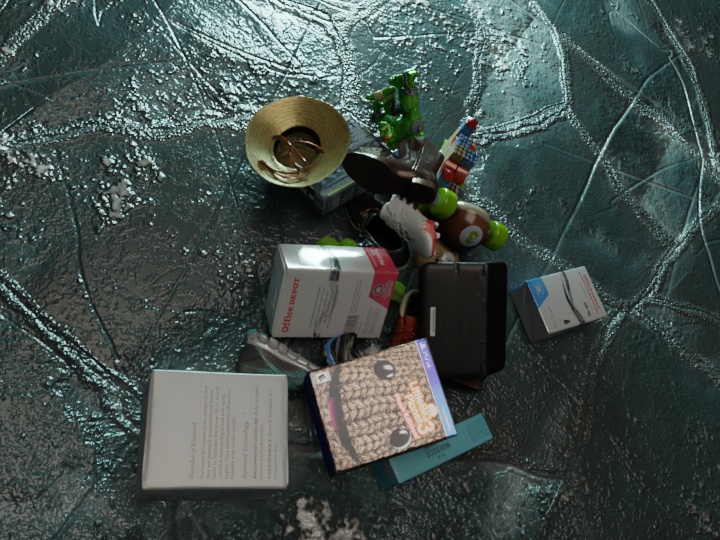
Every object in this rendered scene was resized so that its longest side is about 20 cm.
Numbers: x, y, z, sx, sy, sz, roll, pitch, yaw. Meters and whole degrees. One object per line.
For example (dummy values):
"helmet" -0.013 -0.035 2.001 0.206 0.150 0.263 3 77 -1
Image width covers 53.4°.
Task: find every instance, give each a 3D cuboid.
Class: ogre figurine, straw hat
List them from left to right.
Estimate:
"straw hat" -0.114 -0.209 1.290 0.200 0.085 0.202 1 61 -1
"ogre figurine" 0.077 -0.313 1.426 0.098 0.200 0.121 -16 89 -39

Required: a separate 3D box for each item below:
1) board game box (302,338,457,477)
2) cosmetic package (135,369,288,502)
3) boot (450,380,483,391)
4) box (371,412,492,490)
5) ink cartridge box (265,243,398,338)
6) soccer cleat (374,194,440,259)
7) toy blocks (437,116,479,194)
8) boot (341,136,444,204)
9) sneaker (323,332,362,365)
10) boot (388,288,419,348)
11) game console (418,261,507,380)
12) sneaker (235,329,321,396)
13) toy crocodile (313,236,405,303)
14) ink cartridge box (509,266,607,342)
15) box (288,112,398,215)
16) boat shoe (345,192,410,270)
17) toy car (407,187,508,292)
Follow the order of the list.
"board game box" 0.027 0.216 1.130 0.199 0.097 0.160 -15 75 -14
"cosmetic package" -0.223 0.250 1.067 0.199 0.167 0.167 5 66 -19
"boot" 0.179 0.120 1.304 0.200 0.072 0.167 31 57 -45
"box" 0.123 0.310 1.230 0.199 0.082 0.049 -17 73 -28
"ink cartridge box" -0.054 0.037 1.232 0.199 0.145 0.084 2 33 -21
"soccer cleat" 0.081 -0.088 1.283 0.085 0.069 0.201 -1 41 -16
"toy blocks" 0.192 -0.218 1.456 0.100 0.137 0.201 28 61 -8
"boot" 0.067 -0.210 1.338 0.186 0.064 0.200 24 36 -6
"sneaker" 0.013 0.194 1.217 0.082 0.071 0.200 -32 83 1
"boot" 0.080 0.130 1.268 0.075 0.107 0.201 10 60 9
"game console" 0.184 0.085 1.268 0.175 0.116 0.201 0 92 -1
"sneaker" -0.122 0.183 1.204 0.199 0.078 0.092 33 81 -7
"toy crocodile" 0.000 0.000 1.330 0.199 0.062 0.068 33 24 -11
"ink cartridge box" 0.420 0.064 1.464 0.199 0.068 0.117 -13 73 -26
"box" -0.047 -0.211 1.386 0.200 0.049 0.161 -33 64 -31
"boat shoe" 0.031 -0.091 1.351 0.073 0.063 0.202 -24 56 -12
"toy car" 0.157 -0.027 1.363 0.164 0.158 0.201 28 75 -27
